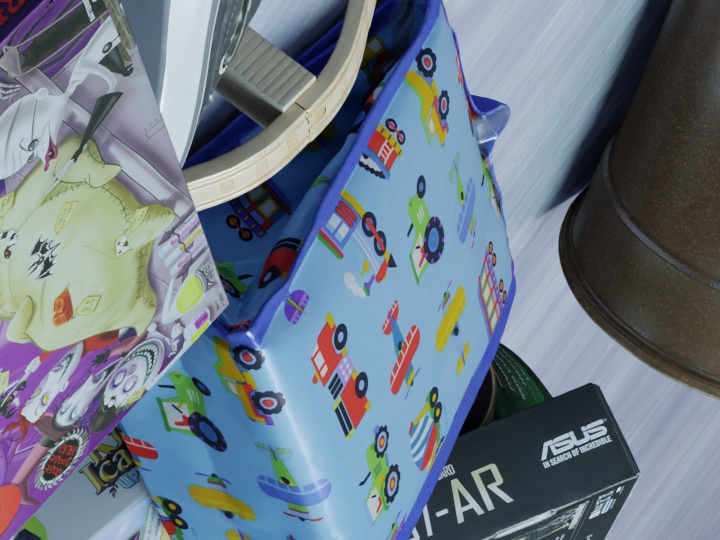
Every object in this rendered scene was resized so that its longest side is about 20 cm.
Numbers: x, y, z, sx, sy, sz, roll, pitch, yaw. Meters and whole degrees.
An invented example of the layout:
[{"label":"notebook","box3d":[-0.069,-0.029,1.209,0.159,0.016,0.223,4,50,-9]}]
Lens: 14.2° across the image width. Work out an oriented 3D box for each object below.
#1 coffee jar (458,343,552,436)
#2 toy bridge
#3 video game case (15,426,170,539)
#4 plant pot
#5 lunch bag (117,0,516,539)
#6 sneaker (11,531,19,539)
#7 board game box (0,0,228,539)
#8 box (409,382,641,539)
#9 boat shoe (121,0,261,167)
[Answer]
[{"label":"coffee jar","box3d":[0.019,0.065,1.252,0.104,0.085,0.200,-40,162,4]},{"label":"toy bridge","box3d":[-0.039,-0.066,0.917,0.200,0.067,0.027,-46,160,-18]},{"label":"video game case","box3d":[-0.124,0.145,1.128,0.181,0.045,0.200,-38,156,-36]},{"label":"plant pot","box3d":[0.209,-0.071,1.325,0.200,0.200,0.198,-32,144,-46]},{"label":"lunch bag","box3d":[0.000,0.000,1.055,0.200,0.094,0.151,-51,140,-32]},{"label":"sneaker","box3d":[-0.188,0.123,0.924,0.086,0.078,0.200,7,112,-55]},{"label":"board game box","box3d":[-0.096,0.002,0.748,0.120,0.032,0.200,-44,157,-13]},{"label":"box","box3d":[0.023,0.122,1.193,0.160,0.044,0.200,-22,163,-10]},{"label":"boat shoe","box3d":[-0.053,-0.085,0.829,0.057,0.069,0.200,-15,134,-45]}]
